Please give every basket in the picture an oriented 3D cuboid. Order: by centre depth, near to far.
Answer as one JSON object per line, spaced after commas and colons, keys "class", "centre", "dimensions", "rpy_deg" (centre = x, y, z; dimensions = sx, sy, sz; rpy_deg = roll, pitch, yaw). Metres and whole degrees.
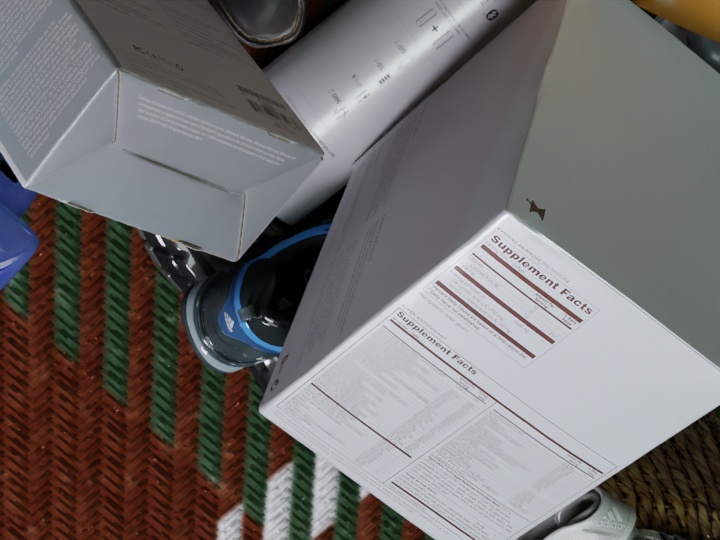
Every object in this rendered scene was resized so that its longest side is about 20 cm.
{"class": "basket", "centre": [0.147, 0.162, 1.369], "dimensions": [0.148, 0.200, 0.143], "rpy_deg": [10, 109, -15]}

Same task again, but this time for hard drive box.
{"class": "hard drive box", "centre": [-0.132, -0.112, 1.157], "dimensions": [0.077, 0.200, 0.156], "rpy_deg": [-48, 143, 17]}

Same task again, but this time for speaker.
{"class": "speaker", "centre": [0.014, -0.114, 1.272], "dimensions": [0.200, 0.081, 0.081], "rpy_deg": [-38, 117, 12]}

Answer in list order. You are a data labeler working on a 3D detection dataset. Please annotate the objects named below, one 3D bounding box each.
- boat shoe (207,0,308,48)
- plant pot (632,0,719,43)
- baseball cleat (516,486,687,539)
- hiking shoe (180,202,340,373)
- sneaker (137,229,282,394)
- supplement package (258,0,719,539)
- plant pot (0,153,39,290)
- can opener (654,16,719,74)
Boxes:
{"class": "boat shoe", "centre": [-0.072, -0.201, 1.217], "dimensions": [0.074, 0.073, 0.201], "rpy_deg": [-18, 119, 1]}
{"class": "plant pot", "centre": [0.131, -0.232, 1.095], "dimensions": [0.182, 0.200, 0.201], "rpy_deg": [21, 113, -6]}
{"class": "baseball cleat", "centre": [0.161, 0.160, 1.226], "dimensions": [0.199, 0.070, 0.107], "rpy_deg": [-12, 109, -9]}
{"class": "hiking shoe", "centre": [0.000, 0.000, 1.286], "dimensions": [0.200, 0.087, 0.075], "rpy_deg": [-31, 98, -31]}
{"class": "sneaker", "centre": [-0.055, 0.008, 1.346], "dimensions": [0.079, 0.075, 0.200], "rpy_deg": [-44, 116, -12]}
{"class": "supplement package", "centre": [0.083, -0.001, 1.149], "dimensions": [0.147, 0.192, 0.200], "rpy_deg": [36, 134, -16]}
{"class": "plant pot", "centre": [-0.288, -0.034, 1.213], "dimensions": [0.200, 0.180, 0.200], "rpy_deg": [-44, 116, 14]}
{"class": "can opener", "centre": [0.231, -0.101, 1.275], "dimensions": [0.053, 0.067, 0.200], "rpy_deg": [-27, 147, 32]}
